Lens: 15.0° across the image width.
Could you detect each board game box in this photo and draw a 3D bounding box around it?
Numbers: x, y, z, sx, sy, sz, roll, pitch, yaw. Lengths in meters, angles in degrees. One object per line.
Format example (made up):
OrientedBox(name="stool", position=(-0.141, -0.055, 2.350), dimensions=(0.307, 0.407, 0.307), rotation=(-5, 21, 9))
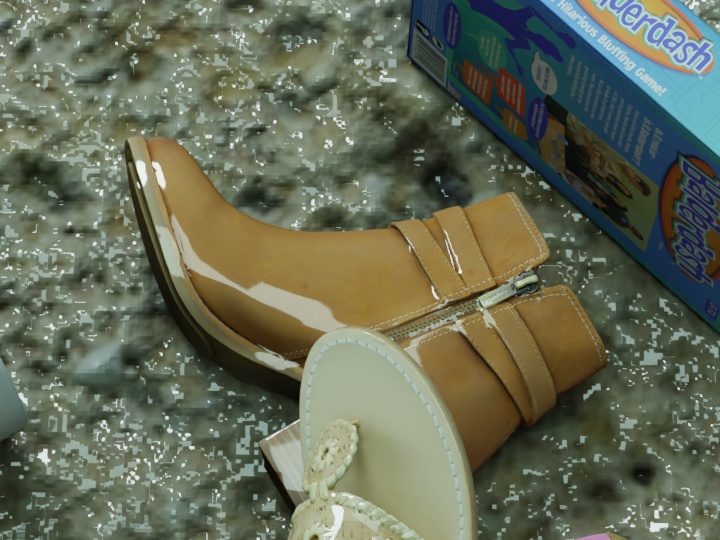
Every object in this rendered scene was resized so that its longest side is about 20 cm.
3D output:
OrientedBox(name="board game box", position=(0.107, -0.075, 1.175), dimensions=(0.045, 0.152, 0.200), rotation=(-43, 75, -16))

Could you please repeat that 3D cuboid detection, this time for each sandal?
OrientedBox(name="sandal", position=(0.003, 0.130, 1.092), dimensions=(0.078, 0.070, 0.212), rotation=(-9, 92, 33))

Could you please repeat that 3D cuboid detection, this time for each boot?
OrientedBox(name="boot", position=(0.000, 0.000, 1.180), dimensions=(0.155, 0.077, 0.200), rotation=(-30, 75, -9))

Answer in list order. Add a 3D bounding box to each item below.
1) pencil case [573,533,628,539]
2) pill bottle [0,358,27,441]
OrientedBox(name="pencil case", position=(0.120, 0.199, 1.076), dimensions=(0.083, 0.087, 0.200), rotation=(-23, 51, -13))
OrientedBox(name="pill bottle", position=(-0.247, 0.071, 1.132), dimensions=(0.200, 0.113, 0.113), rotation=(-29, 72, -11))
